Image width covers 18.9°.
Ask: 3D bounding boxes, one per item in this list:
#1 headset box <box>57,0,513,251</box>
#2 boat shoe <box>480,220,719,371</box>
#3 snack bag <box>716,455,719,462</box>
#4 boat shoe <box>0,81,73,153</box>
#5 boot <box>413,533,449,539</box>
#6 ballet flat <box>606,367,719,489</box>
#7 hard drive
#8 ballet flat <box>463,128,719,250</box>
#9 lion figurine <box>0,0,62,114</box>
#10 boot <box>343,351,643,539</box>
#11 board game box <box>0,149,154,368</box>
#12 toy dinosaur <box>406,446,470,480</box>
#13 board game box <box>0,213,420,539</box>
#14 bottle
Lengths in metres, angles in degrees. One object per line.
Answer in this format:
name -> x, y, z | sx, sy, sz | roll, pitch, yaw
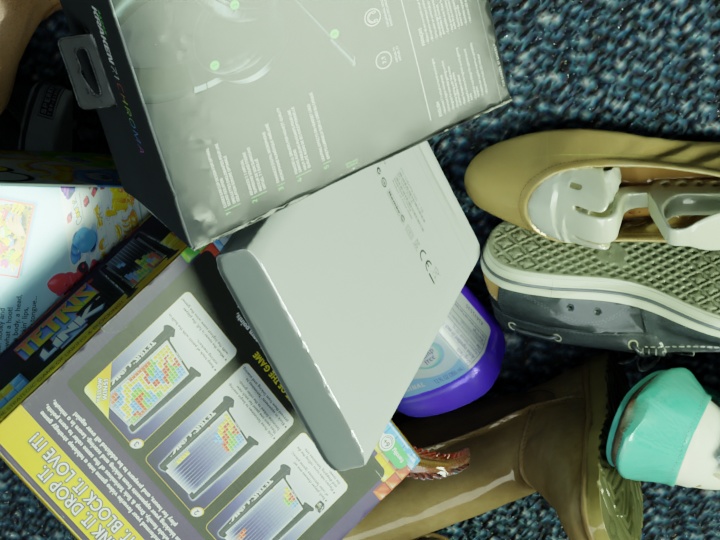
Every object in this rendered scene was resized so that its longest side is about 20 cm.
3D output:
headset box -> -0.048, -0.130, 1.045 | 0.200, 0.093, 0.175 | -27, 121, -17
boat shoe -> 0.166, 0.018, 1.234 | 0.199, 0.075, 0.062 | 9, 133, 8
snack bag -> 0.316, 0.074, 1.220 | 0.188, 0.021, 0.200 | 35, 88, -25
boat shoe -> -0.208, -0.020, 1.245 | 0.068, 0.074, 0.200 | 11, 128, 1
boot -> 0.110, 0.230, 1.332 | 0.175, 0.200, 0.066 | 27, 85, -16
ballet flat -> 0.191, 0.094, 1.229 | 0.070, 0.200, 0.068 | 24, 94, 16
hard drive -> -0.001, -0.007, 1.132 | 0.027, 0.200, 0.132 | -15, 115, 30
ballet flat -> 0.155, -0.041, 1.190 | 0.199, 0.063, 0.069 | -1, 129, 8
lion figurine -> -0.194, -0.132, 1.125 | 0.122, 0.073, 0.200 | 26, 111, -25
boot -> 0.065, 0.135, 1.279 | 0.199, 0.175, 0.066 | -20, 113, 18
board game box -> -0.172, -0.006, 1.137 | 0.199, 0.103, 0.105 | 0, 103, -32
toy dinosaur -> -0.069, 0.083, 1.276 | 0.200, 0.105, 0.181 | 42, 162, -22
board game box -> -0.086, 0.084, 1.121 | 0.165, 0.057, 0.200 | -42, 122, -10
bottle -> 0.000, 0.000, 1.239 | 0.083, 0.065, 0.200 | -19, 126, 35
